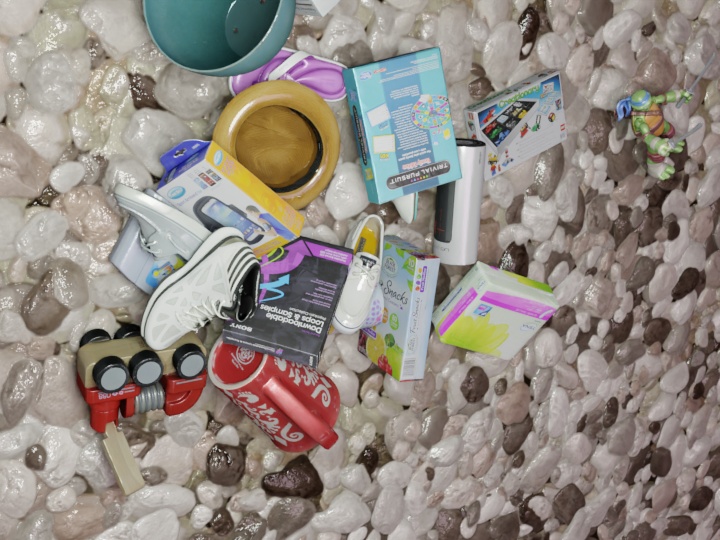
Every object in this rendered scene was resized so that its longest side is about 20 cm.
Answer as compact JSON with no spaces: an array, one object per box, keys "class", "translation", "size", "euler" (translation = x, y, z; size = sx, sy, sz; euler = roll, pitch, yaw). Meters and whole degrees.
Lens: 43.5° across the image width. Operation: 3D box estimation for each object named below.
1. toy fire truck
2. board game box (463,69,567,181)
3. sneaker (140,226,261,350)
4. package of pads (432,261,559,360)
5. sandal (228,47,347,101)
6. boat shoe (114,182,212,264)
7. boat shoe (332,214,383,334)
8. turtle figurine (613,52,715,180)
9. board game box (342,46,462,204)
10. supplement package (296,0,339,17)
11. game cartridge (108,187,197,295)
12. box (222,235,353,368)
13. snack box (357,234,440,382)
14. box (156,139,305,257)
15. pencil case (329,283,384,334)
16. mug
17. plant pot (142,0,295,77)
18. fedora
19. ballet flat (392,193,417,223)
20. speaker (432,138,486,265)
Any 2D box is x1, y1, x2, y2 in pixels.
[{"class":"toy fire truck","translation":[-0.309,0.194,1.288],"size":[0.173,0.129,0.204],"euler":[-7,121,-32]},{"class":"board game box","translation":[0.272,-0.253,1.566],"size":[0.198,0.034,0.128],"euler":[-27,119,-24]},{"class":"sneaker","translation":[-0.209,0.047,1.196],"size":[0.201,0.115,0.075],"euler":[-49,138,6]},{"class":"package of pads","translation":[0.236,0.077,1.598],"size":[0.197,0.069,0.155],"euler":[16,125,-36]},{"class":"sandal","translation":[-0.094,-0.281,1.305],"size":[0.199,0.050,0.084],"euler":[-9,110,-31]},{"class":"boat shoe","translation":[-0.257,-0.044,1.221],"size":[0.200,0.070,0.072],"euler":[36,81,-39]},{"class":"boat shoe","translation":[0.000,0.000,1.386],"size":[0.070,0.070,0.203],"euler":[25,54,-12]},{"class":"turtle figurine","translation":[0.587,-0.264,1.688],"size":[0.196,0.147,0.194],"euler":[-16,146,18]},{"class":"board game box","translation":[0.065,-0.221,1.370],"size":[0.148,0.047,0.204],"euler":[-17,106,-20]},{"class":"supplement package","translation":[-0.091,-0.459,1.211],"size":[0.114,0.109,0.201],"euler":[-46,125,-11]},{"class":"game cartridge","translation":[-0.253,-0.015,1.298],"size":[0.198,0.040,0.135],"euler":[29,92,-36]},{"class":"box","translation":[-0.101,0.035,1.299],"size":[0.036,0.140,0.203],"euler":[97,9,-52]},{"class":"snack box","translation":[0.059,0.058,1.461],"size":[0.052,0.142,0.205],"euler":[-1,107,-31]},{"class":"box","translation":[-0.186,-0.096,1.239],"size":[0.199,0.118,0.042],"euler":[37,49,-30]},{"class":"pencil case","translation":[-0.059,0.058,1.420],"size":[0.196,0.091,0.084],"euler":[-6,133,-31]},{"class":"mug","translation":[-0.114,0.172,1.342],"size":[0.200,0.174,0.136],"euler":[51,52,-47]},{"class":"plant pot","translation":[-0.162,-0.341,1.174],"size":[0.204,0.197,0.134],"euler":[-68,161,4]},{"class":"fedora","translation":[-0.126,-0.182,1.291],"size":[0.197,0.082,0.205],"euler":[-12,117,-24]},{"class":"ballet flat","translation":[0.059,-0.177,1.441],"size":[0.068,0.069,0.205],"euler":[-6,105,-31]},{"class":"speaker","translation":[0.165,-0.114,1.514],"size":[0.080,0.081,0.205],"euler":[-8,111,-31]}]
